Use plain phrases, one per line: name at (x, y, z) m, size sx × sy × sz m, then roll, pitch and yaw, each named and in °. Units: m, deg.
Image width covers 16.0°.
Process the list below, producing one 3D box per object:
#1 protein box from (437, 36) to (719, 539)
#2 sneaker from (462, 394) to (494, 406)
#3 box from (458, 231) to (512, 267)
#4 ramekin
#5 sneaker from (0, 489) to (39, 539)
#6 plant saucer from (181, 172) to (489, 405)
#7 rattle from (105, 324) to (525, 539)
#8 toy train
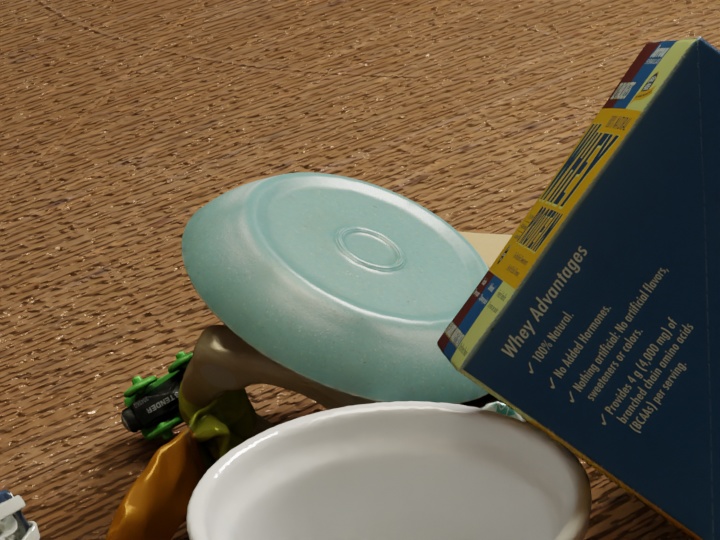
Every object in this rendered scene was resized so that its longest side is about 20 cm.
protein box at (0.178, 0.020, 1.275) m, size 0.200 × 0.199 × 0.135 m, roll 35°, pitch 2°, yaw -4°
sneaker at (0.047, 0.041, 1.568) m, size 0.200 × 0.060 × 0.104 m, roll -11°, pitch 27°, yaw -26°
box at (0.172, 0.017, 1.573) m, size 0.200 × 0.021 × 0.163 m, roll 1°, pitch 23°, yaw -25°
ramekin at (0.017, 0.154, 1.282) m, size 0.200 × 0.098 × 0.201 m, roll -4°, pitch 25°, yaw 2°
sneaker at (-0.144, 0.158, 1.186) m, size 0.146 × 0.200 × 0.081 m, roll -1°, pitch 6°, yaw 23°
plant saucer at (0.000, 0.000, 1.428) m, size 0.200 × 0.036 × 0.200 m, roll 17°, pitch 29°, yaw -10°
rattle at (-0.017, 0.120, 1.400) m, size 0.200 × 0.130 × 0.143 m, roll 25°, pitch 40°, yaw 0°
toy train at (-0.052, 0.043, 1.519) m, size 0.200 × 0.042 × 0.056 m, roll -29°, pitch -4°, yaw -4°
